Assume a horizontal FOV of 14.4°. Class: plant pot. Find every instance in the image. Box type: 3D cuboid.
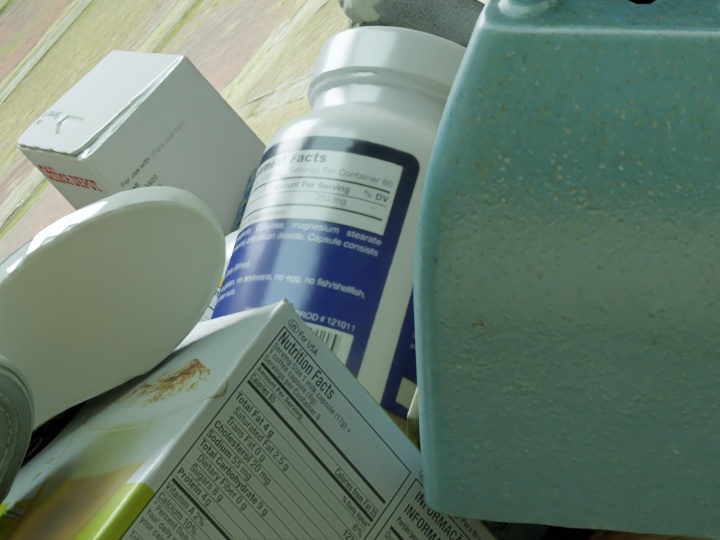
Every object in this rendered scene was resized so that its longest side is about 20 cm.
[{"bbox_3d":[0.126,-0.039,1.073,0.194,0.201,0.197,4,38,20],"label":"plant pot"}]

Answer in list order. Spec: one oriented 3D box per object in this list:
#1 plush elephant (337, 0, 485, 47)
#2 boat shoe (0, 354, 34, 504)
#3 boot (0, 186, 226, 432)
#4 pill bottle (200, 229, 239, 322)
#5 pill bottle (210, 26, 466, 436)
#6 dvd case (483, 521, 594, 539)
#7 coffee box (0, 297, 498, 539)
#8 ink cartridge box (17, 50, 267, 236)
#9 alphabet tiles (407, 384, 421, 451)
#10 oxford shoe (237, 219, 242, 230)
[{"bbox_3d":[0.052,-0.052,1.474,0.165,0.199,0.156,-149,84,-85],"label":"plush elephant"},{"bbox_3d":[-0.185,0.119,1.056,0.201,0.070,0.071,-50,30,-8],"label":"boat shoe"},{"bbox_3d":[-0.139,0.022,1.154,0.200,0.073,0.090,-37,23,12],"label":"boot"},{"bbox_3d":[-0.044,0.051,1.392,0.201,0.104,0.104,-63,18,4],"label":"pill bottle"},{"bbox_3d":[0.000,0.000,1.269,0.115,0.115,0.201,-15,52,54],"label":"pill bottle"},{"bbox_3d":[0.056,0.103,1.302,0.143,0.018,0.200,-49,18,-20],"label":"dvd case"},{"bbox_3d":[-0.072,0.159,1.145,0.199,0.200,0.198,-15,32,54],"label":"coffee box"},{"bbox_3d":[-0.083,-0.024,1.589,0.084,0.200,0.145,-46,19,-12],"label":"ink cartridge box"},{"bbox_3d":[0.046,0.027,1.211,0.200,0.006,0.167,86,-160,-57],"label":"alphabet tiles"},{"bbox_3d":[-0.028,0.031,1.488,0.074,0.070,0.201,-1,78,54],"label":"oxford shoe"}]
